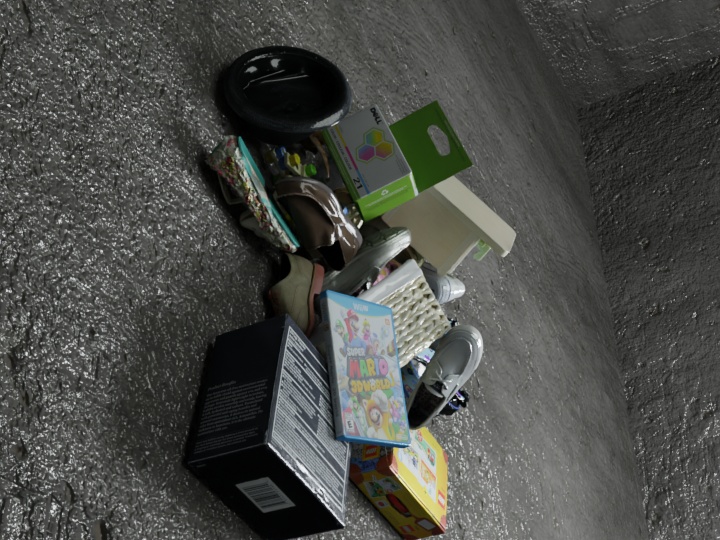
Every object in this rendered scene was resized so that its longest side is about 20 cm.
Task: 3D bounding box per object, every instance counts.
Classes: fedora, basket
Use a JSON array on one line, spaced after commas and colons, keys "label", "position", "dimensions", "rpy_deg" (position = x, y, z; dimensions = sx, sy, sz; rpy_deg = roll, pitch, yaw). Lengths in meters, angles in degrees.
[{"label": "fedora", "position": [-0.115, -0.255, 1.643], "dimensions": [0.092, 0.197, 0.203], "rpy_deg": [111, -16, -51]}, {"label": "basket", "position": [0.025, 0.097, 1.604], "dimensions": [0.199, 0.135, 0.124], "rpy_deg": [-34, 85, -41]}]

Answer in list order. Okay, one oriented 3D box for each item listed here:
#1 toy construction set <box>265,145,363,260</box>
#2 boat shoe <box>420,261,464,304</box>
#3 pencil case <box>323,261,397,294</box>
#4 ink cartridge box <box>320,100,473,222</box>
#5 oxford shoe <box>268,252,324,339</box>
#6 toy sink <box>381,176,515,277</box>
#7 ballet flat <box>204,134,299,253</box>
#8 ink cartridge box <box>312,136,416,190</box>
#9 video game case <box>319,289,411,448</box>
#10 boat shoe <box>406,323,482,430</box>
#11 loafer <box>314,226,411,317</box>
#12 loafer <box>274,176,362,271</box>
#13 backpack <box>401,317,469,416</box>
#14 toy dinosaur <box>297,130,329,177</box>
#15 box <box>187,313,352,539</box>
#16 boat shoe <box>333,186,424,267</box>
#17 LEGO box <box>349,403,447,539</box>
[{"label": "toy construction set", "position": [-0.079, -0.098, 1.689], "dimensions": [0.199, 0.091, 0.133], "rpy_deg": [35, 41, -38]}, {"label": "boat shoe", "position": [0.109, 0.021, 1.903], "dimensions": [0.066, 0.199, 0.075], "rpy_deg": [0, 107, -33]}, {"label": "pencil case", "position": [0.014, 0.011, 1.814], "dimensions": [0.199, 0.081, 0.088], "rpy_deg": [20, 58, -62]}, {"label": "ink cartridge box", "position": [0.057, -0.193, 1.689], "dimensions": [0.149, 0.197, 0.076], "rpy_deg": [63, 1, 28]}, {"label": "oxford shoe", "position": [-0.108, 0.061, 1.555], "dimensions": [0.074, 0.070, 0.202], "rpy_deg": [29, 43, -20]}, {"label": "toy sink", "position": [0.149, -0.073, 1.800], "dimensions": [0.199, 0.112, 0.130], "rpy_deg": [41, 23, -1]}, {"label": "ballet flat", "position": [-0.158, -0.103, 1.539], "dimensions": [0.202, 0.063, 0.076], "rpy_deg": [61, 8, -25]}, {"label": "ink cartridge box", "position": [0.023, -0.214, 1.843], "dimensions": [0.050, 0.198, 0.161], "rpy_deg": [54, 26, -8]}, {"label": "video game case", "position": [0.007, 0.136, 1.452], "dimensions": [0.142, 0.018, 0.204], "rpy_deg": [17, 58, -47]}, {"label": "boat shoe", "position": [0.121, 0.169, 1.643], "dimensions": [0.072, 0.201, 0.069], "rpy_deg": [37, 34, 1]}, {"label": "loafer", "position": [0.000, 0.000, 1.684], "dimensions": [0.071, 0.198, 0.070], "rpy_deg": [61, -10, -18]}, {"label": "loafer", "position": [-0.060, -0.066, 1.577], "dimensions": [0.200, 0.072, 0.072], "rpy_deg": [44, 48, -43]}, {"label": "backpack", "position": [0.085, 0.145, 1.810], "dimensions": [0.200, 0.133, 0.186], "rpy_deg": [37, 41, -53]}, {"label": "toy dinosaur", "position": [-0.079, -0.217, 1.727], "dimensions": [0.106, 0.061, 0.200], "rpy_deg": [39, 6, -10]}, {"label": "box", "position": [-0.105, 0.204, 1.363], "dimensions": [0.201, 0.121, 0.201], "rpy_deg": [55, 30, -38]}, {"label": "boat shoe", "position": [0.023, -0.071, 1.812], "dimensions": [0.200, 0.073, 0.063], "rpy_deg": [43, 10, 8]}, {"label": "LEGO box", "position": [0.065, 0.315, 1.718], "dimensions": [0.201, 0.076, 0.151], "rpy_deg": [54, 30, -37]}]
